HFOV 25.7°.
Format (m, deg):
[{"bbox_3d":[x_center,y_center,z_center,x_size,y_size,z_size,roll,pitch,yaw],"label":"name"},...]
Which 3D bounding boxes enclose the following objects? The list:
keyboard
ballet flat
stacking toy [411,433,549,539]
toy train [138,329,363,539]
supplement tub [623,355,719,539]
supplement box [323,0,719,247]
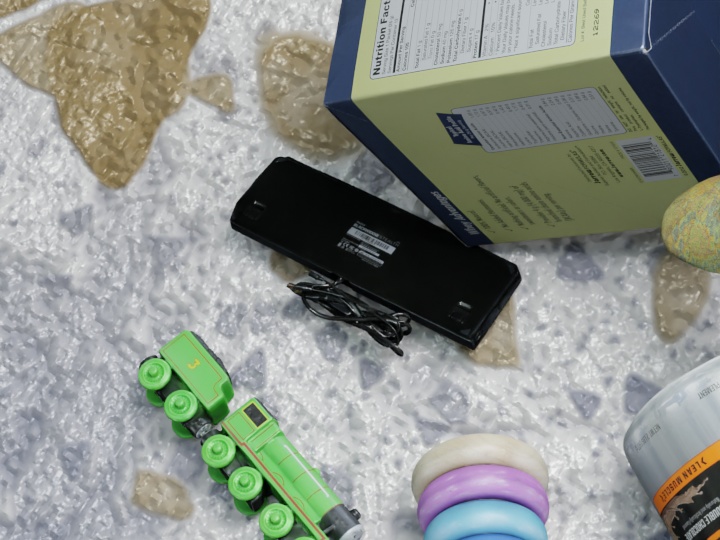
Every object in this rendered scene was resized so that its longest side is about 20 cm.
[{"bbox_3d":[0.000,0.000,1.060,0.199,0.040,0.104,26,54,21],"label":"keyboard"},{"bbox_3d":[0.258,-0.031,0.832,0.198,0.071,0.071,5,71,15],"label":"ballet flat"},{"bbox_3d":[0.074,0.197,0.903,0.085,0.086,0.201,-9,49,9],"label":"stacking toy"},{"bbox_3d":[-0.071,0.119,1.022,0.056,0.042,0.200,-37,66,-15],"label":"toy train"},{"bbox_3d":[0.245,0.150,0.893,0.122,0.123,0.201,-29,66,1],"label":"supplement tub"},{"bbox_3d":[0.117,-0.123,0.951,0.198,0.200,0.135,-5,63,30],"label":"supplement box"}]
